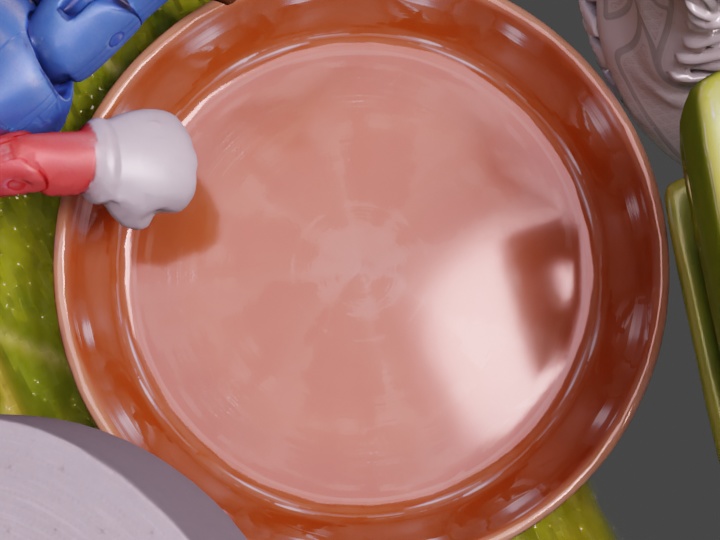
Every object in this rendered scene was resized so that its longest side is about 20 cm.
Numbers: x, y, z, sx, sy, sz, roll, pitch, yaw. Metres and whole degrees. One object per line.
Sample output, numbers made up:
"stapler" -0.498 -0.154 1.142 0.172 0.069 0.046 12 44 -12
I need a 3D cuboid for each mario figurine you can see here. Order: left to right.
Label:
"mario figurine" -0.127 -0.046 0.933 0.200 0.123 0.106 -46 120 -4

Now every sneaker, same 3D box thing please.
"sneaker" 0.107 -0.095 0.899 0.075 0.200 0.081 -13 46 0

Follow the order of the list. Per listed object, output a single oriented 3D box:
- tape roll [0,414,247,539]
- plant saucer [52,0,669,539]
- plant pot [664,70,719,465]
"tape roll" -0.119 0.143 0.895 0.200 0.066 0.200 -1 86 13
"plant saucer" 0.000 0.000 0.958 0.200 0.032 0.200 0 84 -4
"plant pot" 0.201 0.028 0.889 0.200 0.181 0.199 -13 84 -4
